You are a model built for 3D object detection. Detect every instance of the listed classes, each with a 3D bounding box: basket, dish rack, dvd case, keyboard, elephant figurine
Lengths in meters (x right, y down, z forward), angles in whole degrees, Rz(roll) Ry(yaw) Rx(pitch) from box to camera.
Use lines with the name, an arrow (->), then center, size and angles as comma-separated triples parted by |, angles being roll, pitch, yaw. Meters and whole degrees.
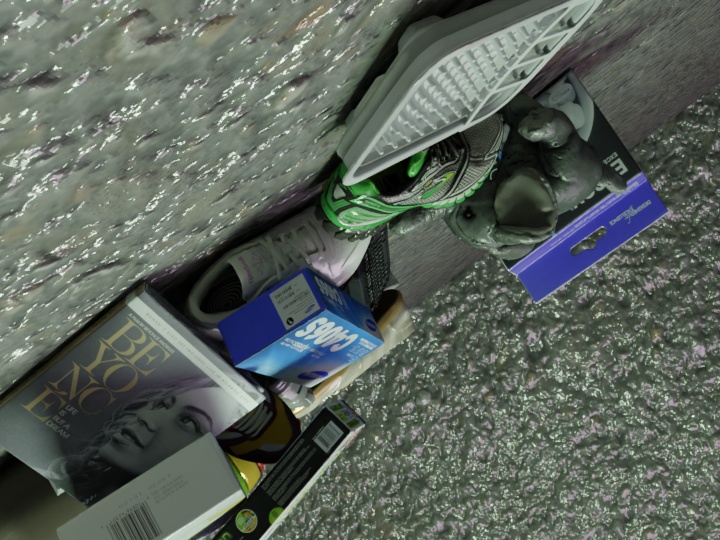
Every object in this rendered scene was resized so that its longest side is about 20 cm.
basket -> -0.302, 0.226, 0.986 | 0.198, 0.137, 0.180 | -33, -173, 15
dish rack -> 0.072, -0.147, 0.665 | 0.198, 0.044, 0.172 | -31, 172, -33
dvd case -> -0.200, 0.117, 0.768 | 0.199, 0.149, 0.016 | -37, -151, 13
keyboard -> 0.000, 0.000, 0.944 | 0.128, 0.020, 0.201 | -58, 160, -23
elephant figurine -> 0.157, -0.073, 0.982 | 0.202, 0.154, 0.141 | -55, 138, -5

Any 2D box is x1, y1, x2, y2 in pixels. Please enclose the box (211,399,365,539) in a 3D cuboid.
box -> -0.077, 0.212, 0.856 | 0.201, 0.035, 0.110 | -50, 171, 0

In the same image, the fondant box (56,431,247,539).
fondant box -> -0.174, 0.220, 0.815 | 0.143, 0.059, 0.200 | -31, 168, -13

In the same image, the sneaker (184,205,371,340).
sneaker -> -0.069, -0.002, 0.808 | 0.198, 0.076, 0.100 | -34, 173, -6

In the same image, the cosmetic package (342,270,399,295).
cosmetic package -> -0.044, 0.026, 1.071 | 0.106, 0.091, 0.199 | -38, 169, 21

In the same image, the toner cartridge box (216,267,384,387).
toner cartridge box -> -0.048, 0.059, 0.840 | 0.094, 0.044, 0.200 | -30, 162, 8

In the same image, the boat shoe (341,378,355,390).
boat shoe -> -0.102, 0.132, 1.088 | 0.195, 0.077, 0.072 | -3, -158, 0

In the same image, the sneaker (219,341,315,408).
sneaker -> -0.133, 0.123, 0.998 | 0.197, 0.082, 0.076 | 7, -122, 45

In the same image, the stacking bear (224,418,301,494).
stacking bear -> -0.165, 0.228, 1.110 | 0.199, 0.121, 0.115 | -39, 144, -22

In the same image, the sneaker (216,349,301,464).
sneaker -> -0.120, 0.126, 0.844 | 0.089, 0.199, 0.076 | 8, -116, 57

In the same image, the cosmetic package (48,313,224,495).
cosmetic package -> -0.223, 0.124, 0.877 | 0.198, 0.083, 0.051 | -31, 172, -27

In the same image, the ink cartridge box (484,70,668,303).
ink cartridge box -> 0.230, -0.094, 1.085 | 0.197, 0.202, 0.043 | -37, 175, 19

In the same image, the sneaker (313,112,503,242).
sneaker -> 0.055, -0.092, 0.793 | 0.198, 0.079, 0.085 | -31, 171, -27

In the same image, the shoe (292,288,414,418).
shoe -> -0.015, 0.105, 1.035 | 0.199, 0.054, 0.070 | -42, -152, -16
